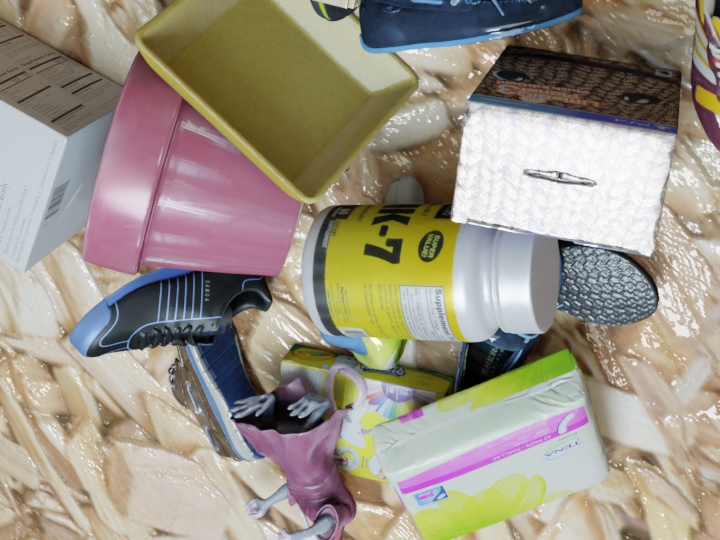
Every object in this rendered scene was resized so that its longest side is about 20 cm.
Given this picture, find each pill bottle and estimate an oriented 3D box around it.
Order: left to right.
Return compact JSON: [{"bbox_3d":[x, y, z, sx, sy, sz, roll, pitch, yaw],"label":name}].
[{"bbox_3d":[0.060,0.001,0.998,0.198,0.114,0.116,1,112,24],"label":"pill bottle"}]

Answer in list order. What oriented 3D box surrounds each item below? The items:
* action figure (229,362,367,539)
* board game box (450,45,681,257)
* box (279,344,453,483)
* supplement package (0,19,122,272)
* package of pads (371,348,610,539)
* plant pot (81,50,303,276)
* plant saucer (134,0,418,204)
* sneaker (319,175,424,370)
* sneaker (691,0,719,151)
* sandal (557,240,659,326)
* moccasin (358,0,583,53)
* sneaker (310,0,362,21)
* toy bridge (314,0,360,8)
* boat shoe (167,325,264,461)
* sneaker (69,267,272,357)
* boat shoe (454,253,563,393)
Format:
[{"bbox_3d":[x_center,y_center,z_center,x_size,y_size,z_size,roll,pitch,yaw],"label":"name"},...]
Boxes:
[{"bbox_3d":[-0.048,0.199,1.183,0.148,0.134,0.202,-33,119,-17],"label":"action figure"},{"bbox_3d":[0.172,-0.104,0.966,0.157,0.200,0.098,11,115,11],"label":"board game box"},{"bbox_3d":[0.015,0.151,1.204,0.197,0.048,0.119,12,114,14],"label":"box"},{"bbox_3d":[-0.350,-0.131,1.137,0.198,0.151,0.153,29,117,3],"label":"supplement package"},{"bbox_3d":[0.127,0.171,1.108,0.198,0.069,0.155,-22,138,5],"label":"package of pads"},{"bbox_3d":[-0.142,-0.080,1.086,0.177,0.201,0.202,17,116,-8],"label":"plant pot"},{"bbox_3d":[-0.073,-0.170,1.032,0.200,0.200,0.048,43,142,-4],"label":"plant saucer"},{"bbox_3d":[0.000,0.000,1.130,0.104,0.076,0.202,13,115,12],"label":"sneaker"},{"bbox_3d":[0.301,-0.179,0.959,0.074,0.090,0.202,-6,109,18],"label":"sneaker"},{"bbox_3d":[0.180,-0.002,1.096,0.198,0.048,0.076,11,121,26],"label":"sandal"},{"bbox_3d":[0.087,-0.229,1.009,0.197,0.080,0.069,-5,106,17],"label":"moccasin"},{"bbox_3d":[-0.042,-0.315,1.017,0.080,0.073,0.203,6,110,51],"label":"sneaker"},{"bbox_3d":[0.012,-0.298,0.896,0.066,0.027,0.202,16,112,10],"label":"toy bridge"},{"bbox_3d":[-0.161,0.110,1.226,0.072,0.072,0.202,-15,102,32],"label":"boat shoe"},{"bbox_3d":[-0.175,0.042,1.135,0.078,0.199,0.070,52,153,16],"label":"sneaker"},{"bbox_3d":[0.134,0.052,1.079,0.083,0.069,0.202,21,127,20],"label":"boat shoe"}]
